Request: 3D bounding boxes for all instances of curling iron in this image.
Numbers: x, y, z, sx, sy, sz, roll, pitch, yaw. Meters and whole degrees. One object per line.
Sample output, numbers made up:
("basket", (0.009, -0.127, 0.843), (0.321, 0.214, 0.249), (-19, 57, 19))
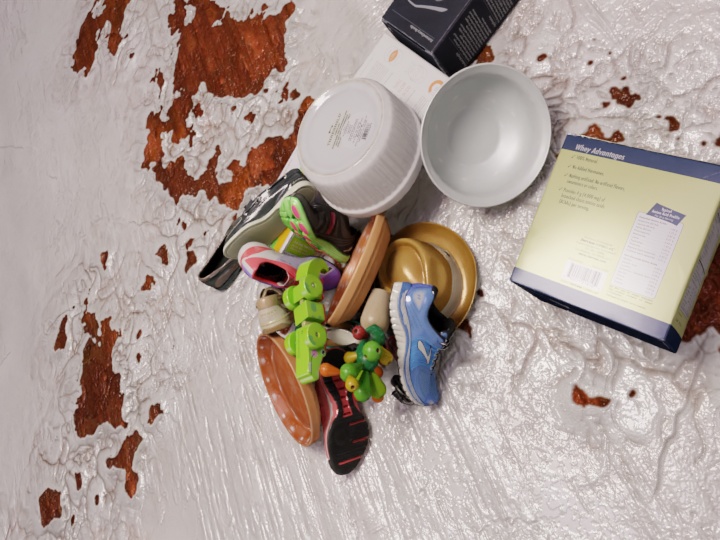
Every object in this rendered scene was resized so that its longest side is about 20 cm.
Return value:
("curling iron", (0.046, 0.119, 0.937), (0.025, 0.049, 0.204), (-39, 62, 40))

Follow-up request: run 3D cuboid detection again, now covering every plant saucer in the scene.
("plant saucer", (0.000, 0.000, 0.947), (0.037, 0.200, 0.204), (25, 94, -5))
("plant saucer", (-0.120, 0.196, 0.984), (0.200, 0.032, 0.205), (41, 142, 42))

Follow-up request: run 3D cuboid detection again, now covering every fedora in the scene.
("fedora", (0.087, 0.011, 0.920), (0.196, 0.081, 0.207), (-9, 73, 32))

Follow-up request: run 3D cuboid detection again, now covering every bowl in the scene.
("bowl", (0.181, -0.204, 0.884), (0.195, 0.091, 0.207), (-1, 103, -3))

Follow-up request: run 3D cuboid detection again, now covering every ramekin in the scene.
("ramekin", (-0.007, -0.196, 0.896), (0.196, 0.105, 0.206), (-12, 66, 28))

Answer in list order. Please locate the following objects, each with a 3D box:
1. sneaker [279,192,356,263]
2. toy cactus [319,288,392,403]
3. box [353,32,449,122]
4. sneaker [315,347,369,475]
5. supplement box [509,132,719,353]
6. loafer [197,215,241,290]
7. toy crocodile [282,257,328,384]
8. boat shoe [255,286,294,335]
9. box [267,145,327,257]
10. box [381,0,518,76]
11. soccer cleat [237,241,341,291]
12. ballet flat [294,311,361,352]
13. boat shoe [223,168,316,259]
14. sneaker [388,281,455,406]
("sneaker", (-0.068, -0.085, 0.983), (0.076, 0.200, 0.085), (25, 82, 31))
("toy cactus", (0.006, 0.111, 0.866), (0.099, 0.201, 0.169), (9, 68, 9))
("box", (0.085, -0.288, 0.991), (0.125, 0.097, 0.201), (-50, 56, 13))
("sneaker", (-0.037, 0.232, 0.971), (0.087, 0.072, 0.206), (159, 106, -69))
("supplement box", (0.330, -0.035, 0.735), (0.197, 0.133, 0.204), (23, 91, 36))
("loafer", (-0.259, -0.048, 1.186), (0.072, 0.062, 0.202), (41, 102, 34))
("toy crocodile", (-0.079, 0.075, 0.910), (0.067, 0.061, 0.205), (-31, 54, 43))
("boat shoe", (-0.141, 0.056, 1.009), (0.070, 0.200, 0.066), (-20, 96, -1))
("box", (-0.096, -0.119, 1.063), (0.101, 0.112, 0.203), (36, 98, 34))
("box", (0.157, -0.452, 0.980), (0.201, 0.103, 0.148), (-50, 56, 14))
("soccer cleat", (-0.113, 0.008, 0.989), (0.069, 0.196, 0.073), (-61, 35, 19))
("ballet flat", (-0.052, 0.104, 1.001), (0.196, 0.070, 0.069), (5, 80, 35))
("boat shoe", (-0.164, -0.101, 0.991), (0.198, 0.074, 0.067), (-41, 58, 19))
("sneaker", (0.098, 0.112, 0.852), (0.087, 0.079, 0.205), (-5, 115, 15))
